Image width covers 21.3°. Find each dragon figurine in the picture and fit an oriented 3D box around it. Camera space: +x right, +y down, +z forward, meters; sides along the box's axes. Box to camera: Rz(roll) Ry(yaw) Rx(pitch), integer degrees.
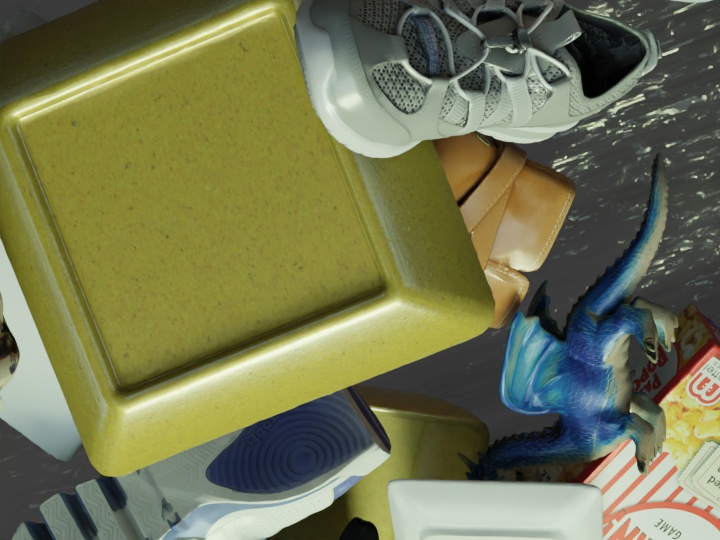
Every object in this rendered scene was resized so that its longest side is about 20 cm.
[{"bbox_3d":[0.102,0.042,0.946,0.099,0.059,0.202,8,109,18],"label":"dragon figurine"}]

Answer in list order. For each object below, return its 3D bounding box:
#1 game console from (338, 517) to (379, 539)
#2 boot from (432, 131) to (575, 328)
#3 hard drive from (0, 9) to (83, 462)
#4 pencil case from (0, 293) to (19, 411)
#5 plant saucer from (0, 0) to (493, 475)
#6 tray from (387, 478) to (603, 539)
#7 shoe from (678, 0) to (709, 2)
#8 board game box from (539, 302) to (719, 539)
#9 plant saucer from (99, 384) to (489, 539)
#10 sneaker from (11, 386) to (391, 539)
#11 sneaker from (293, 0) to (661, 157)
[{"bbox_3d":[-0.073,0.231,1.021,0.116,0.176,0.201,20,144,16],"label":"game console"},{"bbox_3d":[0.000,0.000,0.938,0.154,0.074,0.200,20,130,-20],"label":"boot"},{"bbox_3d":[-0.153,-0.011,0.932,0.132,0.026,0.200,36,125,1],"label":"hard drive"},{"bbox_3d":[-0.190,-0.032,0.796,0.077,0.089,0.202,-23,122,-34],"label":"pencil case"},{"bbox_3d":[-0.067,-0.031,0.833,0.199,0.048,0.201,-22,93,8],"label":"plant saucer"},{"bbox_3d":[0.074,0.180,0.996,0.106,0.022,0.201,0,135,9],"label":"tray"},{"bbox_3d":[0.072,-0.173,0.795,0.198,0.072,0.092,6,128,-9],"label":"shoe"},{"bbox_3d":[0.168,0.135,1.034,0.151,0.046,0.200,33,109,-24],"label":"board game box"},{"bbox_3d":[-0.046,0.124,1.057,0.198,0.049,0.201,9,131,-6],"label":"plant saucer"},{"bbox_3d":[-0.076,0.122,0.980,0.199,0.081,0.115,-31,156,4],"label":"sneaker"},{"bbox_3d":[0.051,-0.095,0.799,0.082,0.075,0.199,-19,174,38],"label":"sneaker"}]
